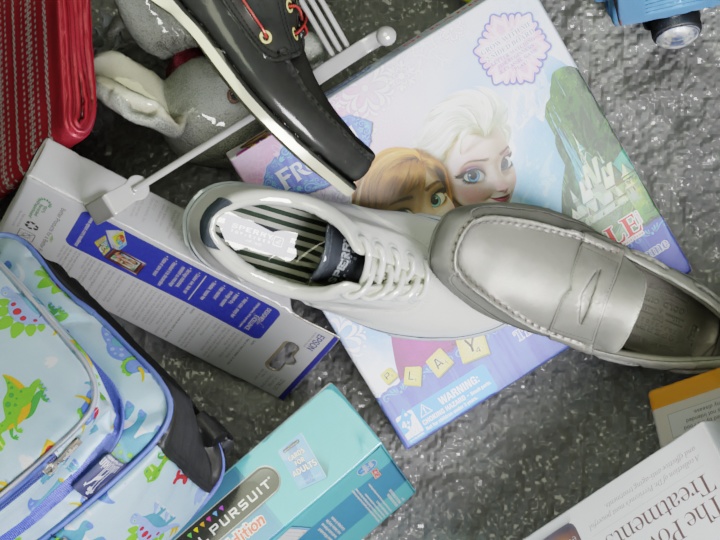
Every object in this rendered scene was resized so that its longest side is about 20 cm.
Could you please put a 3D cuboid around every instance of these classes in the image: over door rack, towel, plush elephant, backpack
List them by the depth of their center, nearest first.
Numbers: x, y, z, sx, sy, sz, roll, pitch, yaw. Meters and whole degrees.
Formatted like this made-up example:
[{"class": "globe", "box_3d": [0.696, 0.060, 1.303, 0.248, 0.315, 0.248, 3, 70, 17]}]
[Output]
[{"class": "backpack", "box_3d": [-0.198, 0.096, 1.064, 0.200, 0.147, 0.183, -46, 58, -3]}, {"class": "over door rack", "box_3d": [-0.095, -0.137, 1.137, 0.199, 0.067, 0.148, -33, 95, -13]}, {"class": "plush elephant", "box_3d": [-0.083, -0.133, 1.240, 0.200, 0.164, 0.155, -43, 58, 23]}, {"class": "towel", "box_3d": [-0.209, -0.115, 1.252, 0.022, 0.200, 0.146, 6, 71, -32]}]

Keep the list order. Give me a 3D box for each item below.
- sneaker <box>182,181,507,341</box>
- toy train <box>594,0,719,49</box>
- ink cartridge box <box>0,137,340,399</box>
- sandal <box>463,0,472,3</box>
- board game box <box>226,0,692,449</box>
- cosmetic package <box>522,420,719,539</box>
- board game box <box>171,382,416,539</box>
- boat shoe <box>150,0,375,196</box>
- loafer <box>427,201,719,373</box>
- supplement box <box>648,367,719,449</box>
[{"class": "sneaker", "box_3d": [0.000, 0.000, 1.147, 0.199, 0.071, 0.074, 10, 98, -10]}, {"class": "toy train", "box_3d": [0.170, -0.235, 1.250, 0.086, 0.114, 0.201, -10, 74, 5]}, {"class": "ink cartridge box", "box_3d": [-0.111, 0.002, 1.209, 0.199, 0.095, 0.037, 30, 56, -9]}, {"class": "sandal", "box_3d": [0.049, -0.239, 1.300, 0.087, 0.080, 0.200, -24, 60, -37]}, {"class": "board game box", "box_3d": [0.057, -0.034, 1.207, 0.199, 0.041, 0.200, -32, 100, -1]}, {"class": "cosmetic package", "box_3d": [0.151, 0.195, 1.120, 0.200, 0.052, 0.151, -38, 67, 27]}, {"class": "board game box", "box_3d": [-0.067, 0.158, 1.159, 0.200, 0.151, 0.047, -40, 72, -4]}, {"class": "boat shoe", "box_3d": [-0.058, -0.125, 1.076, 0.063, 0.074, 0.202, -40, 97, 1]}, {"class": "loafer", "box_3d": [0.129, 0.011, 1.144, 0.199, 0.070, 0.070, 16, 93, -28]}, {"class": "supplement box", "box_3d": [0.246, 0.145, 1.134, 0.126, 0.073, 0.201, -22, 71, 33]}]
